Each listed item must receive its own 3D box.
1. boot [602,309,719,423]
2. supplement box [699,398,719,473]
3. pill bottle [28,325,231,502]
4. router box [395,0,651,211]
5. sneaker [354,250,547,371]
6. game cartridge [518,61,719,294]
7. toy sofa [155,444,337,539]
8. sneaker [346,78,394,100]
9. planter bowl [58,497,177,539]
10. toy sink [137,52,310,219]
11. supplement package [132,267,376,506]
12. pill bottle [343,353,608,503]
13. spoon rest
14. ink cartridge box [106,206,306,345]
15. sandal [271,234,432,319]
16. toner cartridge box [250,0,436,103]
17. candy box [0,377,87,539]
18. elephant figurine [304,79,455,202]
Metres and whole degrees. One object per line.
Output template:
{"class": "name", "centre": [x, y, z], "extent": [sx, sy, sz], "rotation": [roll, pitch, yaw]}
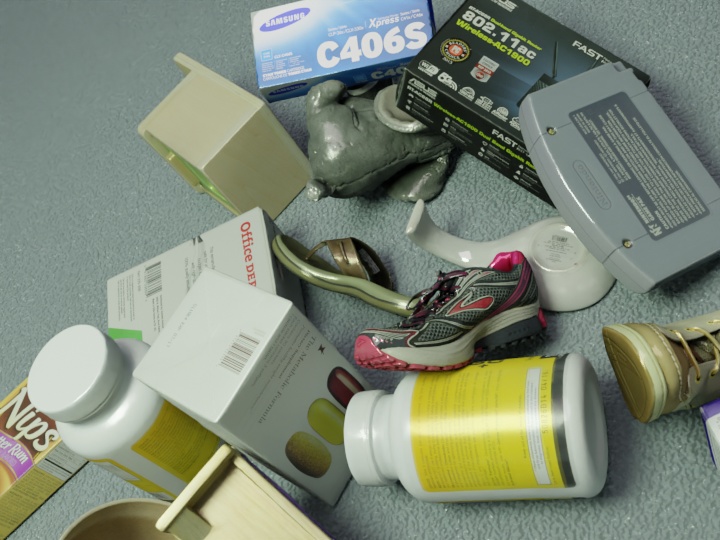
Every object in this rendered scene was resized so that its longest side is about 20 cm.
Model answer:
{"class": "boot", "centre": [0.259, 0.054, 0.629], "extent": [0.154, 0.200, 0.072], "rotation": [-21, 73, 12]}
{"class": "supplement box", "centre": [0.320, 0.172, 0.572], "extent": [0.101, 0.103, 0.201], "rotation": [-26, 49, 9]}
{"class": "pill bottle", "centre": [-0.206, 0.132, 0.811], "extent": [0.112, 0.200, 0.112], "rotation": [-14, 53, 19]}
{"class": "router box", "centre": [0.157, -0.173, 0.851], "extent": [0.200, 0.062, 0.150], "rotation": [34, 64, 10]}
{"class": "sneaker", "centre": [0.073, 0.037, 0.742], "extent": [0.080, 0.199, 0.075], "rotation": [-4, 100, 50]}
{"class": "game cartridge", "centre": [0.229, -0.083, 0.765], "extent": [0.133, 0.042, 0.201], "rotation": [-24, 73, -15]}
{"class": "toy sofa", "centre": [-0.057, 0.233, 0.695], "extent": [0.200, 0.098, 0.083], "rotation": [39, 80, 13]}
{"class": "sneaker", "centre": [-0.009, -0.286, 1.059], "extent": [0.073, 0.112, 0.201], "rotation": [-24, 50, 11]}
{"class": "planter bowl", "centre": [-0.189, 0.309, 0.714], "extent": [0.135, 0.200, 0.201], "rotation": [-49, 44, 26]}
{"class": "toy sink", "centre": [-0.173, -0.152, 1.046], "extent": [0.112, 0.130, 0.200], "rotation": [-47, 50, -7]}
{"class": "supplement package", "centre": [-0.077, 0.106, 0.769], "extent": [0.109, 0.200, 0.114], "rotation": [20, 70, 37]}
{"class": "pill bottle", "centre": [0.092, 0.131, 0.717], "extent": [0.199, 0.112, 0.112], "rotation": [-8, 55, 23]}
{"class": "spoon rest", "centre": [0.145, -0.019, 0.838], "extent": [0.199, 0.061, 0.100], "rotation": [15, 68, 21]}
{"class": "ink cartridge box", "centre": [-0.163, 0.044, 0.935], "extent": [0.199, 0.084, 0.146], "rotation": [-24, 50, 12]}
{"class": "sandal", "centre": [0.001, 0.000, 0.877], "extent": [0.200, 0.080, 0.058], "rotation": [22, 93, 28]}
{"class": "toner cartridge box", "centre": [-0.017, -0.254, 0.965], "extent": [0.199, 0.043, 0.096], "rotation": [-10, 76, 12]}
{"class": "candy box", "centre": [-0.366, 0.192, 0.965], "extent": [0.200, 0.057, 0.117], "rotation": [-43, 48, -5]}
{"class": "elephant figurine", "centre": [0.047, -0.147, 0.933], "extent": [0.199, 0.142, 0.156], "rotation": [-4, 85, 8]}
